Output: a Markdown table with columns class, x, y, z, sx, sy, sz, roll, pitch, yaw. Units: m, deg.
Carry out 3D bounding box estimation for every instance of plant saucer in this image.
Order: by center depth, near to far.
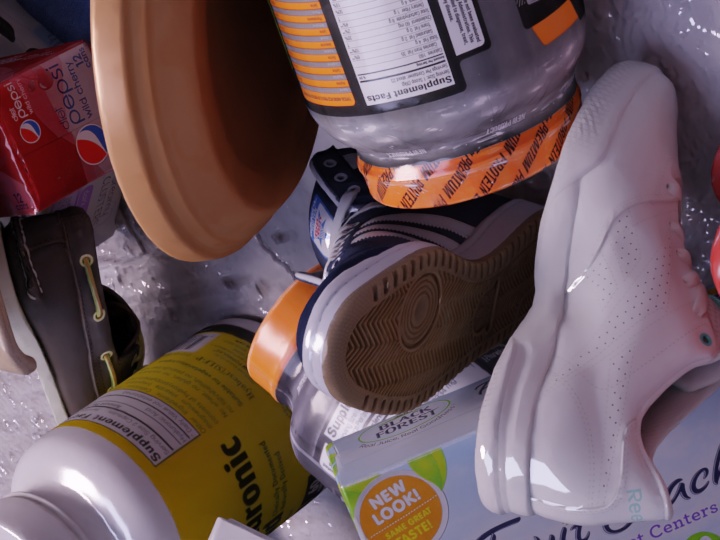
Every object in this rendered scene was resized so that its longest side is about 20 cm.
| class | x | y | z | sx | sy | sz | roll | pitch | yaw |
| --- | --- | --- | --- | --- | --- | --- | --- | --- | --- |
| plant saucer | -0.056 | -0.104 | 0.945 | 0.037 | 0.201 | 0.202 | 2 | 123 | 19 |

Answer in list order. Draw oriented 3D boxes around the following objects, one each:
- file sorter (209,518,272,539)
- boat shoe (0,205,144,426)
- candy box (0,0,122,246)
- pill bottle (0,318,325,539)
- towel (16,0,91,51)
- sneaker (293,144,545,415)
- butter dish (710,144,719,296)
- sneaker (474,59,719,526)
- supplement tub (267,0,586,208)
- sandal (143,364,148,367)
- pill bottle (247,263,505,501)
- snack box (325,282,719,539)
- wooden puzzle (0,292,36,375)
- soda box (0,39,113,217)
| class | x | y | z | sx | sy | sz | roll | pitch | yaw |
| --- | --- | --- | --- | --- | --- | --- | --- | --- | --- |
| file sorter | -0.018 | 0.218 | 1.103 | 0.138 | 0.125 | 0.200 | 24 | 171 | 12 |
| boat shoe | -0.147 | 0.037 | 1.194 | 0.202 | 0.060 | 0.072 | 73 | 179 | -56 |
| candy box | -0.207 | -0.116 | 1.189 | 0.200 | 0.071 | 0.168 | 42 | 141 | 16 |
| pill bottle | -0.109 | 0.115 | 1.154 | 0.111 | 0.200 | 0.112 | 23 | 129 | 32 |
| towel | -0.138 | -0.176 | 1.075 | 0.200 | 0.048 | 0.112 | 42 | 123 | 17 |
| sneaker | 0.000 | 0.000 | 0.944 | 0.108 | 0.200 | 0.071 | 20 | 111 | 24 |
| butter dish | 0.200 | 0.001 | 0.777 | 0.200 | 0.148 | 0.200 | 45 | 142 | 12 |
| sneaker | 0.111 | 0.011 | 0.870 | 0.088 | 0.201 | 0.075 | 8 | 153 | 19 |
| supplement tub | 0.017 | -0.135 | 0.888 | 0.122 | 0.122 | 0.201 | 4 | 122 | 45 |
| sandal | -0.094 | 0.150 | 1.300 | 0.079 | 0.057 | 0.203 | 10 | 111 | 50 |
| pill bottle | 0.040 | 0.079 | 1.049 | 0.200 | 0.106 | 0.107 | 38 | 141 | 21 |
| snack box | 0.103 | 0.102 | 0.933 | 0.053 | 0.199 | 0.143 | -116 | 3 | -72 |
| wooden puzzle | -0.239 | -0.048 | 1.076 | 0.184 | 0.037 | 0.201 | 8 | 124 | 45 |
| soda box | -0.201 | -0.063 | 1.105 | 0.199 | 0.070 | 0.064 | -5 | 112 | 49 |
